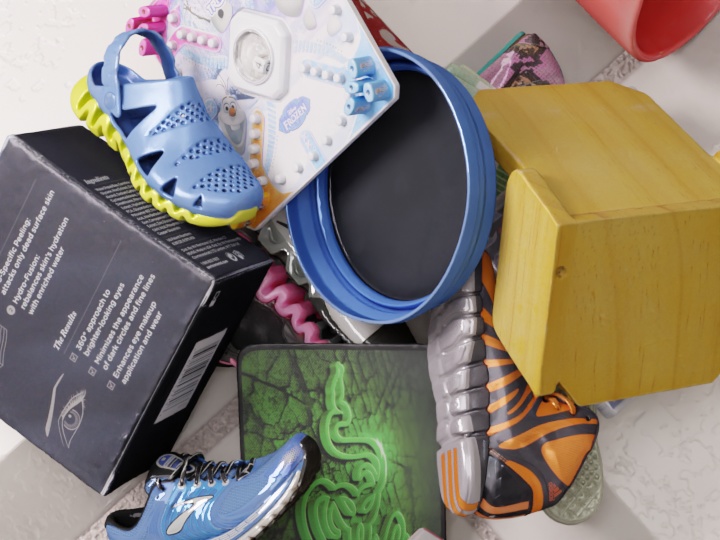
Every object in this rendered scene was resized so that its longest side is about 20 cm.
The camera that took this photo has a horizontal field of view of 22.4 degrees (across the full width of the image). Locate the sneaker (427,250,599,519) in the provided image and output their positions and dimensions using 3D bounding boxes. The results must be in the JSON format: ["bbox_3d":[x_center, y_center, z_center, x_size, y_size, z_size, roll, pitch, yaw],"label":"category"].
[{"bbox_3d":[0.113,0.082,1.337,0.111,0.078,0.202,2,80,-17],"label":"sneaker"}]

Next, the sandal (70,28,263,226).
[{"bbox_3d":[-0.144,-0.110,1.362,0.200,0.079,0.087,43,127,25],"label":"sandal"}]

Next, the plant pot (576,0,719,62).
[{"bbox_3d":[0.210,-0.295,1.430,0.177,0.201,0.201,39,83,22],"label":"plant pot"}]

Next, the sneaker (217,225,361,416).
[{"bbox_3d":[-0.075,0.053,1.436,0.200,0.079,0.095,47,105,15],"label":"sneaker"}]

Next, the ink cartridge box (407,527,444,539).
[{"bbox_3d":[0.050,0.312,1.300,0.144,0.083,0.201,30,114,13],"label":"ink cartridge box"}]

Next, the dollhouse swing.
[{"bbox_3d":[0.173,-0.026,1.344,0.198,0.176,0.183,-8,114,-29],"label":"dollhouse swing"}]

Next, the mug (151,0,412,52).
[{"bbox_3d":[-0.056,-0.191,1.437,0.133,0.178,0.200,-45,81,2],"label":"mug"}]

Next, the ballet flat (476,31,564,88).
[{"bbox_3d":[0.082,-0.111,1.455,0.199,0.069,0.071,-38,78,-8],"label":"ballet flat"}]

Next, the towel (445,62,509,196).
[{"bbox_3d":[0.121,-0.051,1.422,0.199,0.023,0.153,29,82,-10],"label":"towel"}]

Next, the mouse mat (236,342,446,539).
[{"bbox_3d":[-0.014,0.154,1.389,0.159,0.008,0.202,-1,101,6],"label":"mouse mat"}]

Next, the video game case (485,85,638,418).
[{"bbox_3d":[0.200,-0.017,1.395,0.200,0.023,0.183,-39,87,-22],"label":"video game case"}]

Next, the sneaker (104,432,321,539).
[{"bbox_3d":[-0.117,0.172,1.365,0.199,0.079,0.090,-33,91,22],"label":"sneaker"}]

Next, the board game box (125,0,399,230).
[{"bbox_3d":[-0.081,-0.160,1.360,0.200,0.026,0.201,-40,74,42],"label":"board game box"}]

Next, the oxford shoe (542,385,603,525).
[{"bbox_3d":[0.151,0.095,1.397,0.074,0.058,0.202,-2,82,-5],"label":"oxford shoe"}]

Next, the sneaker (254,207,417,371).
[{"bbox_3d":[0.000,0.000,1.423,0.088,0.074,0.200,-44,77,9],"label":"sneaker"}]

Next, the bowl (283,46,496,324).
[{"bbox_3d":[0.021,-0.062,1.329,0.200,0.039,0.203,3,94,48],"label":"bowl"}]

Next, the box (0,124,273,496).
[{"bbox_3d":[-0.206,0.025,1.388,0.199,0.117,0.198,34,109,12],"label":"box"}]
